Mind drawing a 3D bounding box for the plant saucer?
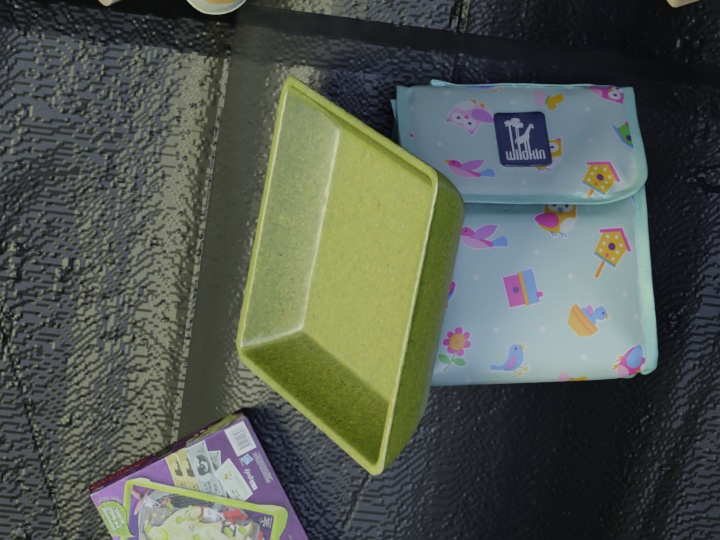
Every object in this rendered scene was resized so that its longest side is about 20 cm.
[{"bbox_3d":[0.000,0.000,1.702,0.048,0.200,0.201,0,111,-31],"label":"plant saucer"}]

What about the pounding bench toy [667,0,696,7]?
[{"bbox_3d":[0.226,-0.297,1.709,0.124,0.156,0.201,-18,73,-4],"label":"pounding bench toy"}]

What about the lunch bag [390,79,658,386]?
[{"bbox_3d":[0.104,-0.026,1.753,0.169,0.122,0.201,-1,87,-4],"label":"lunch bag"}]

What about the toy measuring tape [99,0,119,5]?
[{"bbox_3d":[-0.172,-0.268,1.680,0.073,0.074,0.201,-21,101,-4],"label":"toy measuring tape"}]

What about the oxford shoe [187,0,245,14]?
[{"bbox_3d":[-0.066,-0.259,1.709,0.075,0.058,0.201,17,97,-9],"label":"oxford shoe"}]

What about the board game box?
[{"bbox_3d":[-0.088,0.208,1.816,0.120,0.032,0.201,-27,104,-7],"label":"board game box"}]
